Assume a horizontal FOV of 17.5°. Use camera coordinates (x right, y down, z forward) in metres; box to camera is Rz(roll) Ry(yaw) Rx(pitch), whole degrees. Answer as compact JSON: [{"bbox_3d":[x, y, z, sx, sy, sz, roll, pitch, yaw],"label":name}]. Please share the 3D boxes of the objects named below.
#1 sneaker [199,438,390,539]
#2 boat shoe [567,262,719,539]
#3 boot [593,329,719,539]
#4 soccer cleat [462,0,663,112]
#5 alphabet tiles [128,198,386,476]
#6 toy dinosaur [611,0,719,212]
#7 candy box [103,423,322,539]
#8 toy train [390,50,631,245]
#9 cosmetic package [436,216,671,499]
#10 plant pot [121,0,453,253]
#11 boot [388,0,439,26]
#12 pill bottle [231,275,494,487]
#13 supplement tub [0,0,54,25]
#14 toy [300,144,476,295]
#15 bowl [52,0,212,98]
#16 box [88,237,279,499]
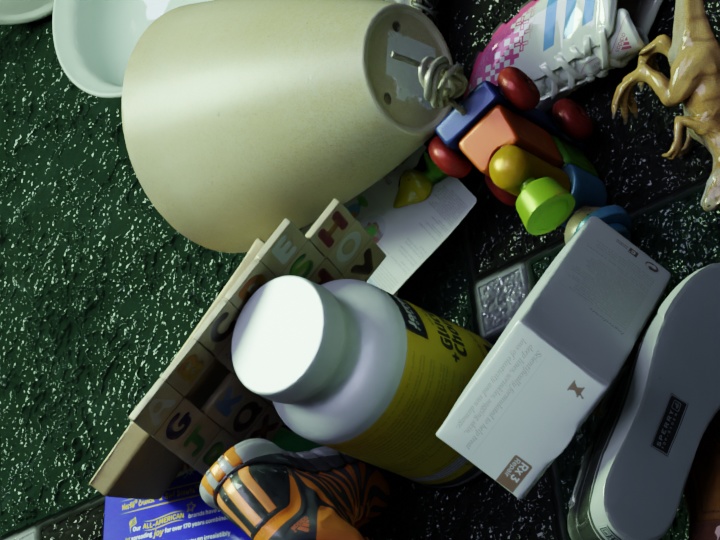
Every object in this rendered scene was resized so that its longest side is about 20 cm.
[{"bbox_3d":[-0.022,0.178,1.572,0.078,0.200,0.112,-50,63,18],"label":"sneaker"},{"bbox_3d":[0.181,0.082,1.441,0.201,0.071,0.064,-59,17,-24],"label":"boat shoe"},{"bbox_3d":[0.198,0.130,1.476,0.189,0.068,0.200,-55,46,10],"label":"boot"},{"bbox_3d":[0.150,-0.159,1.637,0.200,0.070,0.086,-50,47,13],"label":"soccer cleat"},{"bbox_3d":[-0.060,0.049,1.589,0.008,0.167,0.200,36,84,29],"label":"alphabet tiles"},{"bbox_3d":[0.222,-0.141,1.564,0.106,0.060,0.201,-6,97,44],"label":"toy dinosaur"},{"bbox_3d":[-0.107,0.225,1.698,0.169,0.077,0.201,-16,63,37],"label":"candy box"},{"bbox_3d":[0.100,-0.072,1.558,0.085,0.200,0.116,-44,54,18],"label":"toy train"},{"bbox_3d":[0.125,0.051,1.476,0.074,0.200,0.102,37,116,4],"label":"cosmetic package"},{"bbox_3d":[-0.035,-0.122,1.660,0.199,0.187,0.188,-14,64,44],"label":"plant pot"},{"bbox_3d":[0.049,-0.199,1.757,0.199,0.069,0.175,-20,65,39],"label":"boot"},{"bbox_3d":[0.009,0.071,1.574,0.112,0.200,0.113,-17,62,35],"label":"pill bottle"},{"bbox_3d":[-0.320,-0.330,2.086,0.122,0.122,0.201,-31,55,28],"label":"supplement tub"},{"bbox_3d":[0.000,0.000,1.719,0.200,0.047,0.115,-49,44,8],"label":"toy"},{"bbox_3d":[-0.153,-0.222,1.916,0.200,0.090,0.202,-17,62,35],"label":"bowl"},{"bbox_3d":[-0.107,0.072,1.621,0.021,0.163,0.200,36,90,10],"label":"box"}]
